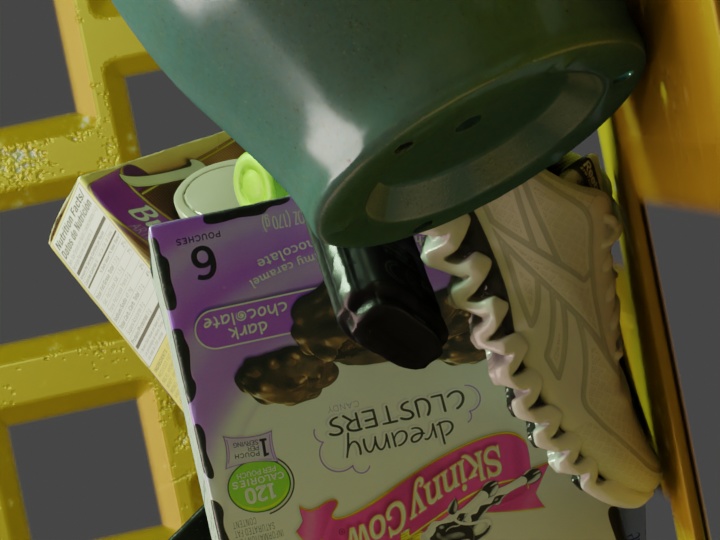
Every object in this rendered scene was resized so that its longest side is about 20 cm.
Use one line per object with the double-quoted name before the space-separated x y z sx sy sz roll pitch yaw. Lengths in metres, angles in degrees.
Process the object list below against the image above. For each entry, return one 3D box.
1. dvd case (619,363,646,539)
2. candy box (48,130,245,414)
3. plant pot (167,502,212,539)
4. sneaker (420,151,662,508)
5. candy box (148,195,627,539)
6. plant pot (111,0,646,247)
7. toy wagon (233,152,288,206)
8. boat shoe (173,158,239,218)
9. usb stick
"dvd case" 0.104 0.083 1.251 0.201 0.017 0.143 82 174 -48
"candy box" -0.050 0.024 1.379 0.200 0.116 0.057 50 135 20
"plant pot" -0.068 0.224 1.244 0.199 0.199 0.178 -42 -19 -47
"sneaker" 0.074 0.004 1.084 0.201 0.081 0.075 59 -176 -14
"candy box" 0.012 0.066 1.169 0.072 0.167 0.201 98 159 -71
"plant pot" 0.003 -0.121 0.980 0.189 0.199 0.200 61 171 16
"toy wagon" 0.002 -0.109 1.262 0.039 0.154 0.202 -3 99 52
"boat shoe" 0.000 0.000 1.335 0.063 0.199 0.073 85 -152 -42
"usb stick" -0.007 -0.037 1.132 0.055 0.033 0.201 36 -158 -37
